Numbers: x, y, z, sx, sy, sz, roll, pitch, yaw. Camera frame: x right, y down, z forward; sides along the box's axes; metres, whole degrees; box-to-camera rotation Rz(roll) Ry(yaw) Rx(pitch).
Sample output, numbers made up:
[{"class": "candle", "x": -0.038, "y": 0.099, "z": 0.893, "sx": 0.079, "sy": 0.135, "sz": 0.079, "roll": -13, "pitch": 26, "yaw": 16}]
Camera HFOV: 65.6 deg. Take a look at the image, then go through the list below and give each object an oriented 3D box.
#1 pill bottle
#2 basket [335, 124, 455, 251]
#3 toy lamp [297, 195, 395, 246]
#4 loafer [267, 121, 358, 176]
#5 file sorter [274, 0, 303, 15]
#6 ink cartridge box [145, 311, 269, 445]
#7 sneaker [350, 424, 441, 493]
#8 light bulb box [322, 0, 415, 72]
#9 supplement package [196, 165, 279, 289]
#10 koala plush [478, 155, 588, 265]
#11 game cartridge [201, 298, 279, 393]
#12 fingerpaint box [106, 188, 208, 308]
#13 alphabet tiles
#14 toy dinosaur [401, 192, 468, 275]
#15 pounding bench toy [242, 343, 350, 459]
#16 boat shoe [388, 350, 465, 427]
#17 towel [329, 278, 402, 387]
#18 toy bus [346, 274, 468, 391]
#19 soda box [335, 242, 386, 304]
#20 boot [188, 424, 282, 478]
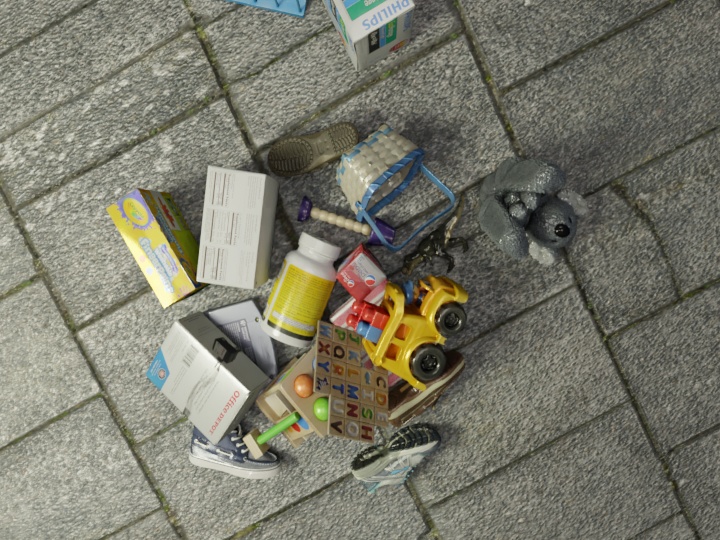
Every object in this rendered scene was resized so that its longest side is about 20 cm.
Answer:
[{"class": "pill bottle", "x": -0.112, "y": 0.035, "z": 1.090, "sx": 0.110, "sy": 0.112, "sz": 0.205, "roll": 22, "pitch": 95, "yaw": -2}, {"class": "basket", "x": 0.063, "y": -0.156, "z": 1.050, "sx": 0.174, "sy": 0.140, "sz": 0.201, "roll": -34, "pitch": 73, "yaw": -23}, {"class": "toy lamp", "x": -0.026, "y": -0.095, "z": 1.108, "sx": 0.194, "sy": 0.058, "sz": 0.060, "roll": 18, "pitch": 95, "yaw": -3}, {"class": "loafer", "x": -0.088, "y": -0.231, "z": 1.094, "sx": 0.194, "sy": 0.067, "sz": 0.079, "roll": -11, "pitch": 91, "yaw": 17}, {"class": "file sorter", "x": -0.192, "y": -0.582, "z": 1.035, "sx": 0.193, "sy": 0.123, "sz": 0.144, "roll": 11, "pitch": 94, "yaw": -1}, {"class": "ink cartridge box", "x": -0.296, "y": 0.205, "z": 1.082, "sx": 0.199, "sy": 0.083, "sz": 0.147, "roll": 40, "pitch": 110, "yaw": 10}, {"class": "sneaker", "x": 0.081, "y": 0.389, "z": 1.149, "sx": 0.195, "sy": 0.078, "sz": 0.088, "roll": -26, "pitch": 106, "yaw": 9}, {"class": "light bulb box", "x": -0.002, "y": -0.500, "z": 1.004, "sx": 0.122, "sy": 0.198, "sz": 0.204, "roll": -27, "pitch": 93, "yaw": 4}, {"class": "supplement package", "x": -0.226, "y": -0.081, "z": 1.058, "sx": 0.107, "sy": 0.156, "sz": 0.207, "roll": 8, "pitch": 95, "yaw": 0}, {"class": "koala plush", "x": 0.340, "y": -0.110, "z": 1.075, "sx": 0.195, "sy": 0.184, "sz": 0.181, "roll": 21, "pitch": 104, "yaw": -23}, {"class": "game cartridge", "x": -0.237, "y": 0.167, "z": 1.140, "sx": 0.129, "sy": 0.041, "sz": 0.207, "roll": -13, "pitch": 95, "yaw": 4}, {"class": "fingerpaint box", "x": -0.367, "y": -0.044, "z": 1.056, "sx": 0.072, "sy": 0.167, "sz": 0.204, "roll": -29, "pitch": 95, "yaw": 2}, {"class": "alphabet tiles", "x": -0.014, "y": 0.207, "z": 1.029, "sx": 0.164, "sy": 0.008, "sz": 0.206, "roll": 21, "pitch": 54, "yaw": -29}, {"class": "toy dinosaur", "x": 0.168, "y": -0.053, "z": 1.119, "sx": 0.088, "sy": 0.047, "sz": 0.201, "roll": 42, "pitch": 90, "yaw": 3}, {"class": "pounding bench toy", "x": -0.117, "y": 0.257, "z": 1.041, "sx": 0.125, "sy": 0.155, "sz": 0.200, "roll": 48, "pitch": 53, "yaw": -4}, {"class": "boat shoe", "x": 0.133, "y": 0.244, "z": 1.138, "sx": 0.199, "sy": 0.075, "sz": 0.076, "roll": -33, "pitch": 118, "yaw": 1}, {"class": "towel", "x": 0.047, "y": 0.125, "z": 1.131, "sx": 0.145, "sy": 0.030, "sz": 0.202, "roll": -37, "pitch": 100, "yaw": 4}, {"class": "toy bus", "x": 0.077, "y": 0.087, "z": 1.030, "sx": 0.188, "sy": 0.136, "sz": 0.204, "roll": 25, "pitch": 98, "yaw": -15}, {"class": "soda box", "x": 0.000, "y": 0.000, "z": 1.043, "sx": 0.070, "sy": 0.200, "sz": 0.064, "roll": -42, "pitch": 95, "yaw": 4}, {"class": "boot", "x": -0.251, "y": 0.356, "z": 1.135, "sx": 0.193, "sy": 0.073, "sz": 0.093, "roll": 9, "pitch": 100, "yaw": 0}]
